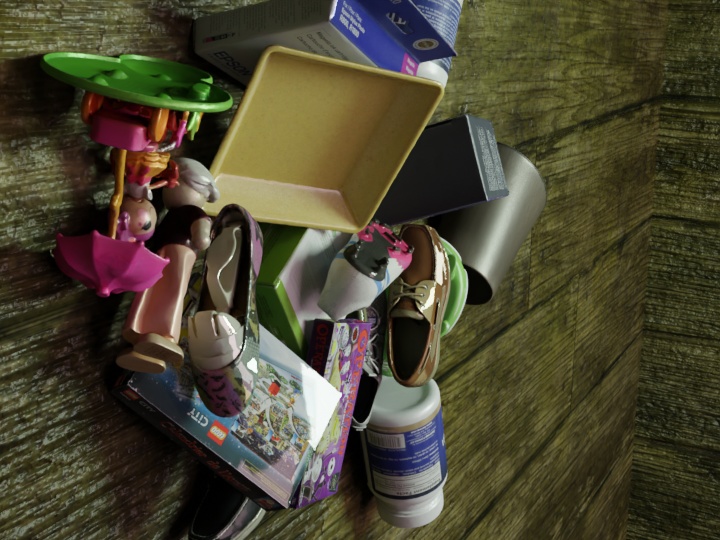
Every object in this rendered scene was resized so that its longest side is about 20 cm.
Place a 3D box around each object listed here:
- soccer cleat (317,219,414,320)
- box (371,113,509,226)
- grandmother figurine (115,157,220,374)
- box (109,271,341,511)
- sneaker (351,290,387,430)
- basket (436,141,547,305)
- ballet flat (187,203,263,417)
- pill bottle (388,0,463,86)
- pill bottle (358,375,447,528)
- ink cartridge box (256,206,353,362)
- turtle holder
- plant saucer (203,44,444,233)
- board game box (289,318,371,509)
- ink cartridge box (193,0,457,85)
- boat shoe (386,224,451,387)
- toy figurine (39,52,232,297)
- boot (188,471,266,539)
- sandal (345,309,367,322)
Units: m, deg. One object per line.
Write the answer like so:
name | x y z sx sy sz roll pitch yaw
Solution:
soccer cleat | 0.000 0.000 1.178 0.086 0.070 0.200 -52 175 17
box | 0.090 -0.121 1.328 0.200 0.147 0.105 -22 98 -73
grandmother figurine | -0.167 -0.014 0.962 0.060 0.121 0.201 28 54 -34
box | -0.123 0.117 1.032 0.200 0.038 0.137 43 54 -21
sneaker | 0.006 0.100 1.315 0.074 0.082 0.201 -4 109 -20
basket | 0.182 -0.059 1.619 0.200 0.136 0.181 -63 146 -28
ballet flat | -0.126 0.030 0.982 0.071 0.069 0.201 64 26 -64
pill bottle | 0.059 -0.278 1.322 0.111 0.111 0.201 28 71 -63
pill bottle | 0.058 0.243 1.461 0.116 0.115 0.201 -49 139 -49
ink cartridge box | -0.063 -0.005 1.193 0.148 0.075 0.200 71 34 -42
turtle holder | 0.074 0.043 1.411 0.132 0.140 0.186 -5 87 -78
plant saucer | -0.047 -0.133 1.060 0.199 0.049 0.200 5 132 -33
board game box | -0.038 0.152 1.180 0.120 0.032 0.201 5 97 -74
ink cartridge box | -0.029 -0.213 1.061 0.196 0.199 0.043 24 63 -62
boat shoe | 0.067 0.044 1.305 0.074 0.075 0.201 -3 93 -74
toy figurine | -0.193 -0.074 0.892 0.200 0.150 0.185 -80 -176 -73
boot | -0.134 0.171 1.106 0.204 0.073 0.154 -56 139 -42
sandal | -0.047 0.099 1.256 0.057 0.080 0.202 29 71 -48
